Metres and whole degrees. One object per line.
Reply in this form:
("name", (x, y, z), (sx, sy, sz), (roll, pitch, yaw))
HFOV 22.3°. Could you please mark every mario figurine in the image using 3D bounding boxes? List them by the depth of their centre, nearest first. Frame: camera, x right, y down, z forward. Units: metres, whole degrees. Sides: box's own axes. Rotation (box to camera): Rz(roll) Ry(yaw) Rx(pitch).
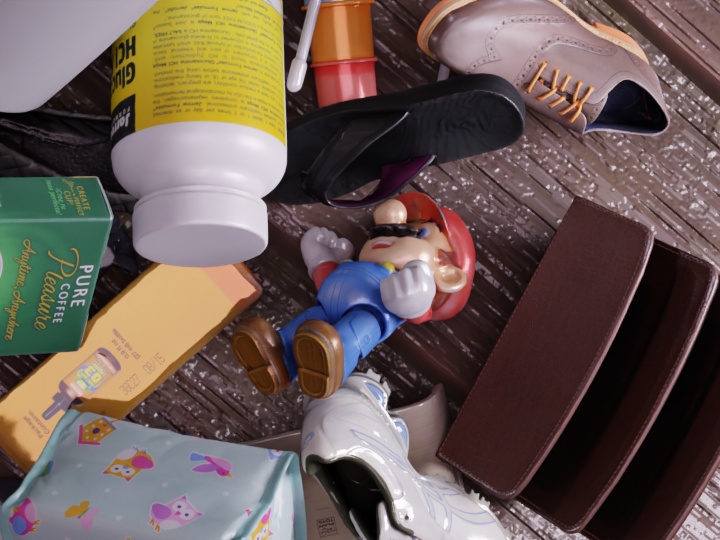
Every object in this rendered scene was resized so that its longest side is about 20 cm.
("mario figurine", (0.000, 0.000, 1.187), (0.123, 0.200, 0.106), (34, 131, 17))

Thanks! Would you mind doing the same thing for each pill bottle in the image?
("pill bottle", (-0.104, -0.109, 1.169), (0.112, 0.112, 0.201), (-1, 71, -5))

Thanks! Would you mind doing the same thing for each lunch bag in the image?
("lunch bag", (-0.123, 0.204, 1.172), (0.170, 0.122, 0.200), (10, 130, 18))

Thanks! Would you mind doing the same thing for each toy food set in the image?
("toy food set", (-0.025, 0.166, 1.253), (0.199, 0.060, 0.144), (-12, 105, -2))

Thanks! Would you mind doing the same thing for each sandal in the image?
("sandal", (0.012, -0.077, 1.191), (0.200, 0.048, 0.075), (-17, 136, 30))

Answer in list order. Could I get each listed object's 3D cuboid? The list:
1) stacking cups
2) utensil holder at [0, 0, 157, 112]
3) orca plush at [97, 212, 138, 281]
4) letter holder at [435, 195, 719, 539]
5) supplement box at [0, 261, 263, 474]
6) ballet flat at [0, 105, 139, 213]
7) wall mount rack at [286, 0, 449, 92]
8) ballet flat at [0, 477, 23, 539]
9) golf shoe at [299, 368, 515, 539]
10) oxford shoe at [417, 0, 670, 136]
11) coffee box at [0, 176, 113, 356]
("stacking cups", (-0.017, -0.200, 1.234), (0.060, 0.061, 0.201), (-6, 99, -4))
("utensil holder", (-0.182, -0.214, 1.079), (0.200, 0.170, 0.170), (-38, 96, 26))
("orca plush", (-0.255, 0.006, 1.216), (0.200, 0.071, 0.105), (-33, 102, -23))
("letter holder", (0.168, 0.076, 1.200), (0.100, 0.142, 0.200), (28, 91, -41))
("supplement box", (-0.159, 0.055, 1.226), (0.200, 0.069, 0.067), (-41, 95, -3))
("ballet flat", (-0.175, -0.076, 1.214), (0.199, 0.057, 0.067), (4, 77, -13))
("wall mount rack", (0.036, -0.187, 1.196), (0.200, 0.075, 0.174), (17, 122, -33))
("ballet flat", (-0.297, 0.174, 1.220), (0.199, 0.073, 0.073), (3, 93, -5))
("golf shoe", (0.026, 0.164, 1.170), (0.078, 0.097, 0.200), (-35, 105, 28))
("oxford shoe", (0.126, -0.133, 1.188), (0.200, 0.073, 0.071), (8, 127, -36))
("coffee box", (-0.260, 0.001, 1.114), (0.200, 0.044, 0.123), (-3, 134, -24))
